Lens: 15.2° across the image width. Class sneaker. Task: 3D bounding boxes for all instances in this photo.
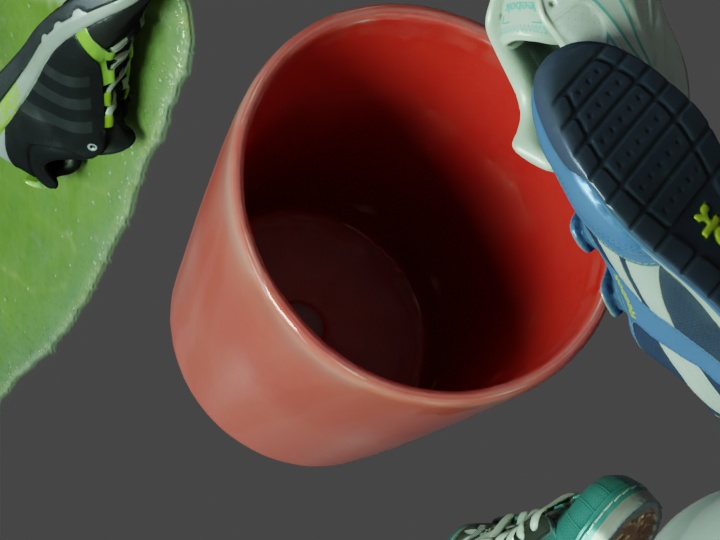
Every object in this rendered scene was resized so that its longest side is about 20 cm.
[{"bbox_3d":[0.094,-0.139,1.203,0.070,0.080,0.201,0,104,51],"label":"sneaker"},{"bbox_3d":[0.134,-0.009,1.185,0.200,0.074,0.082,53,150,-7],"label":"sneaker"},{"bbox_3d":[0.077,0.151,1.346,0.080,0.071,0.200,50,138,17],"label":"sneaker"},{"bbox_3d":[-0.149,-0.110,1.521,0.083,0.072,0.200,44,140,-6],"label":"sneaker"}]

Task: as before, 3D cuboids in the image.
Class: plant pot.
[{"bbox_3d":[0.000,0.000,1.293,0.201,0.200,0.177,62,149,10],"label":"plant pot"}]

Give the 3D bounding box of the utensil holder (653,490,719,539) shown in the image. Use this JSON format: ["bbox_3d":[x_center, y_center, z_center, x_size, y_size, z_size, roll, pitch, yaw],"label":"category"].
[{"bbox_3d":[0.235,0.137,1.087,0.200,0.170,0.170,-36,78,47],"label":"utensil holder"}]
